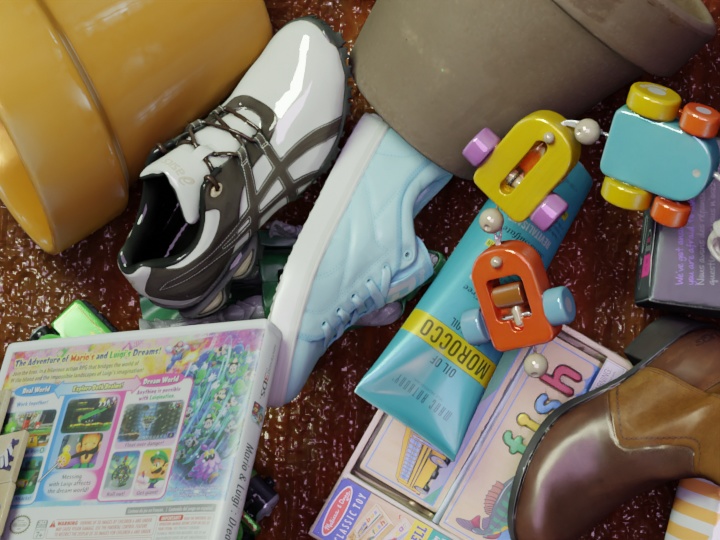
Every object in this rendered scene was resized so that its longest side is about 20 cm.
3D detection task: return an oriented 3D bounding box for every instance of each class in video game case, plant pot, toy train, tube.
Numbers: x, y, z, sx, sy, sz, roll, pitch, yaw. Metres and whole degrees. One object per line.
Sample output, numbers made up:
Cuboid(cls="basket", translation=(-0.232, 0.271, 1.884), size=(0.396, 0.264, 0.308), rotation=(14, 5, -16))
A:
Cuboid(cls="video game case", translation=(-0.148, 0.119, 1.196), size=(0.199, 0.024, 0.183), rotation=(-6, 57, 32))
Cuboid(cls="plant pot", translation=(-0.161, -0.141, 1.266), size=(0.183, 0.200, 0.201), rotation=(-31, 85, -15))
Cuboid(cls="toy train", translation=(-0.130, 0.099, 1.315), size=(0.200, 0.042, 0.056), rotation=(45, 79, 5))
Cuboid(cls="tube", translation=(0.075, 0.014, 1.274), size=(0.077, 0.050, 0.201), rotation=(34, 73, -9))
Cuboid(cls="plant pot", translation=(0.089, -0.152, 1.254), size=(0.200, 0.200, 0.175), rotation=(45, 107, 5))
Cuboid(cls="toy train", translation=(0.140, -0.030, 1.202), size=(0.199, 0.056, 0.151), rotation=(-19, 99, 29))

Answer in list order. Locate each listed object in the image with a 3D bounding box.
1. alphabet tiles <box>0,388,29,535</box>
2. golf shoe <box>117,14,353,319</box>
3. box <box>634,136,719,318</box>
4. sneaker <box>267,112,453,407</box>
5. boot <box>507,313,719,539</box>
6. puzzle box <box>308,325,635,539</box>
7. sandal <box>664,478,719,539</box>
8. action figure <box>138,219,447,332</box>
Cuboid(cls="alphabet tiles", translation=(-0.275, 0.157, 1.253), size=(0.199, 0.006, 0.167), rotation=(-15, 53, 43))
Cuboid(cls="golf shoe", translation=(-0.075, -0.065, 1.227), size=(0.078, 0.094, 0.201), rotation=(29, 94, 28))
Cuboid(cls="box", translation=(0.274, -0.017, 1.254), size=(0.199, 0.122, 0.107), rotation=(8, 88, 4))
Cuboid(cls="sneaker", translation=(0.000, 0.000, 1.247), size=(0.082, 0.074, 0.201), rotation=(22, 72, 5))
Cuboid(cls="boot", translation=(0.199, 0.124, 1.205), size=(0.188, 0.200, 0.069), rotation=(-40, 122, -14))
Cuboid(cls="puzzle box", translation=(0.071, 0.113, 1.308), size=(0.133, 0.025, 0.201), rotation=(29, 89, 5))
Cuboid(cls="sandal", translation=(0.233, 0.125, 1.274), size=(0.059, 0.079, 0.207), rotation=(28, 88, 13))
Cuboid(cls="action figure", translation=(-0.043, 0.009, 1.306), size=(0.199, 0.055, 0.119), rotation=(-8, 73, -2))
